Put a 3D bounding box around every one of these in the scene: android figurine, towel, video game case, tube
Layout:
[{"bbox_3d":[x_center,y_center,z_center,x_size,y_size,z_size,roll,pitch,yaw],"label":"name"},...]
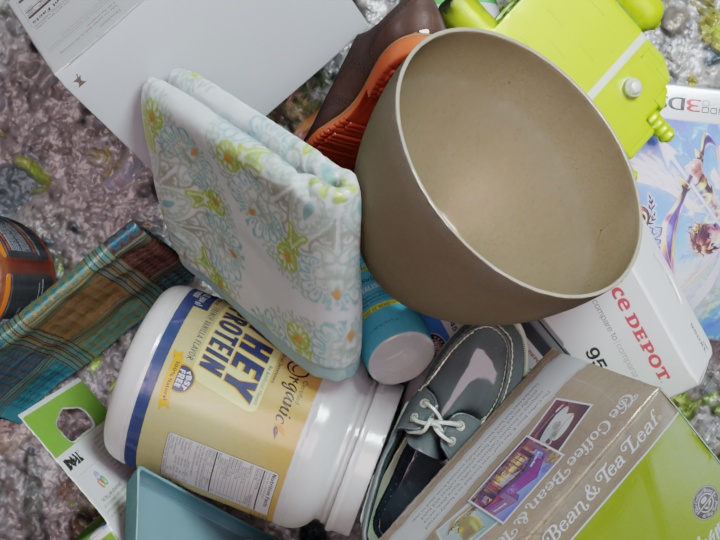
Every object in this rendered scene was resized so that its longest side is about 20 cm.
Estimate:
[{"bbox_3d":[0.153,-0.152,0.949,0.182,0.041,0.200,-46,101,-10],"label":"android figurine"},{"bbox_3d":[-0.223,0.046,0.969,0.200,0.147,0.022,-39,75,0],"label":"towel"},{"bbox_3d":[0.262,-0.046,1.015,0.180,0.045,0.202,6,93,0],"label":"video game case"},{"bbox_3d":[0.000,0.000,0.964,0.077,0.200,0.051,-24,134,-2],"label":"tube"},{"bbox_3d":[-0.075,-0.033,0.884,0.048,0.172,0.200,-36,53,-29],"label":"towel"}]

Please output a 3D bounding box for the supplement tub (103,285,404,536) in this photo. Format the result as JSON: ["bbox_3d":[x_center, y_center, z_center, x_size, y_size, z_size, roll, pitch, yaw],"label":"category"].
[{"bbox_3d":[-0.079,0.109,0.965,0.199,0.144,0.145,21,92,3],"label":"supplement tub"}]

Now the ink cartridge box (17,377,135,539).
[{"bbox_3d":[-0.199,0.193,0.971,0.076,0.148,0.200,-39,91,9],"label":"ink cartridge box"}]

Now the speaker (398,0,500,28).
[{"bbox_3d":[0.074,-0.118,0.991,0.088,0.088,0.202,-4,93,0],"label":"speaker"}]

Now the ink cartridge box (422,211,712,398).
[{"bbox_3d":[0.143,0.053,0.964,0.199,0.084,0.145,-29,92,26],"label":"ink cartridge box"}]

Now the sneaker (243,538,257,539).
[{"bbox_3d":[-0.035,0.280,0.981,0.200,0.074,0.085,39,68,-31],"label":"sneaker"}]

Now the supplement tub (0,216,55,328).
[{"bbox_3d":[-0.300,0.006,0.935,0.106,0.200,0.108,0,89,1],"label":"supplement tub"}]

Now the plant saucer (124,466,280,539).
[{"bbox_3d":[-0.115,0.213,0.958,0.019,0.200,0.070,-19,55,23],"label":"plant saucer"}]

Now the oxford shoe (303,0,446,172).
[{"bbox_3d":[0.009,-0.133,0.964,0.071,0.200,0.073,14,57,-28],"label":"oxford shoe"}]

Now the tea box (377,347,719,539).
[{"bbox_3d":[0.151,0.197,0.848,0.200,0.133,0.197,-45,113,-11],"label":"tea box"}]

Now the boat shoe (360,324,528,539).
[{"bbox_3d":[0.058,0.121,0.892,0.073,0.062,0.201,30,102,13],"label":"boat shoe"}]

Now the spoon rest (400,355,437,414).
[{"bbox_3d":[0.054,0.152,0.960,0.099,0.061,0.201,32,102,10],"label":"spoon rest"}]

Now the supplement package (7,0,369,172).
[{"bbox_3d":[-0.124,-0.189,0.937,0.200,0.156,0.111,-40,50,2],"label":"supplement package"}]

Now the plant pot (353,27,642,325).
[{"bbox_3d":[0.072,-0.043,0.856,0.199,0.134,0.201,18,54,-27],"label":"plant pot"}]
